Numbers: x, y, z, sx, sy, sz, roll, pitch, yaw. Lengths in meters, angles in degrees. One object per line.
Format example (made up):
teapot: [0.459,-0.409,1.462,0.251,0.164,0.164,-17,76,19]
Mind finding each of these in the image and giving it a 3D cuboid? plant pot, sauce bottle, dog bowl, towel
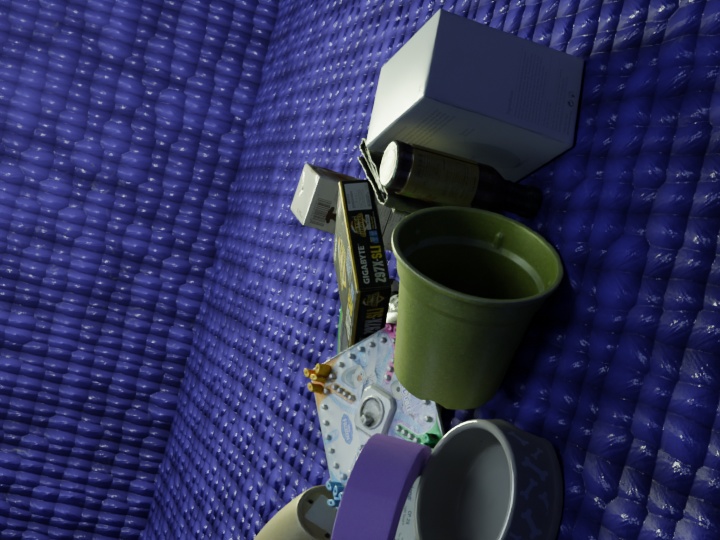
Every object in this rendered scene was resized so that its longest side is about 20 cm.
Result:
plant pot: [-0.065,0.386,1.736,0.188,0.187,0.200,-92,16,-44]
sauce bottle: [0.124,-0.105,1.559,0.065,0.199,0.065,-166,90,-73]
dog bowl: [0.132,0.254,1.400,0.200,0.059,0.201,-35,46,46]
towel: [0.093,-0.092,1.648,0.035,0.199,0.193,-61,21,22]
plant pot: [0.118,0.053,1.508,0.201,0.200,0.185,-101,19,-55]

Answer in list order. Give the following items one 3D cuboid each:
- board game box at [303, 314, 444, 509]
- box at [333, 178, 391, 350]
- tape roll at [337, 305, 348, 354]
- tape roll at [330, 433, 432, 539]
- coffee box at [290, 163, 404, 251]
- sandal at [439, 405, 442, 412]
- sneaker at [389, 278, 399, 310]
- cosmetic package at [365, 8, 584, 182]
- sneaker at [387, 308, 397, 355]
board game box: [0.014,0.181,1.636,0.200,0.026,0.201,-32,58,37]
box: [0.000,0.000,1.682,0.200,0.049,0.160,97,163,-63]
tape roll: [-0.004,0.132,1.951,0.200,0.048,0.201,-178,90,-83]
tape roll: [0.025,0.292,1.478,0.200,0.065,0.201,12,-90,-75]
coffee box: [0.008,-0.088,1.921,0.114,0.199,0.080,-129,57,-69]
sandal: [0.053,0.222,1.768,0.200,0.054,0.081,124,154,-47]
sneaker: [0.072,0.070,1.837,0.088,0.075,0.200,-50,32,26]
cosmetic package: [0.139,-0.207,1.599,0.199,0.199,0.123,149,134,-66]
sneaker: [0.067,0.095,1.688,0.200,0.086,0.075,32,102,54]
